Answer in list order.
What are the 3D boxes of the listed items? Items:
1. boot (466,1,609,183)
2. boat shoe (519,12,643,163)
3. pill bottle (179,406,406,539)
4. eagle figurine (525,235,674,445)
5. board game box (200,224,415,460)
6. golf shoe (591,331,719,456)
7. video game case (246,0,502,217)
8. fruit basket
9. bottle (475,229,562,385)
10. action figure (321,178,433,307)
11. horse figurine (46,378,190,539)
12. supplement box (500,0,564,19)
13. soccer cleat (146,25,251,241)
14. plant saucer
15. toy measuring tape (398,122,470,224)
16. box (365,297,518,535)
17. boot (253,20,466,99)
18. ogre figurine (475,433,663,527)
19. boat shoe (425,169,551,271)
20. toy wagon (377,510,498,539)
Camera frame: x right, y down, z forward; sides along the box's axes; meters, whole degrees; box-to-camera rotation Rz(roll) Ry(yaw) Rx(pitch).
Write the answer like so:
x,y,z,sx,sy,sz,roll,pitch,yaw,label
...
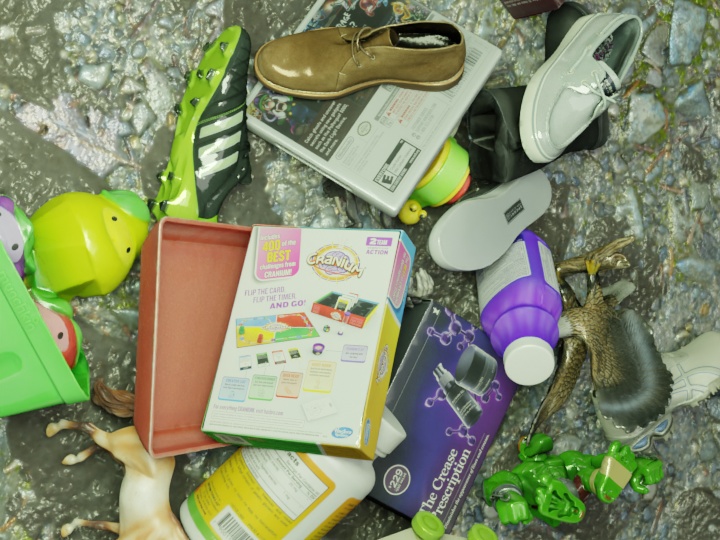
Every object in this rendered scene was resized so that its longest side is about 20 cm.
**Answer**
x,y,z,sx,sy,sz,roll,pitch,yaw,label
0.178,-0.187,1.258,0.200,0.066,0.165,-19,99,-42,boot
0.223,-0.188,1.206,0.070,0.071,0.201,51,56,-30,boat shoe
-0.058,0.189,1.112,0.200,0.111,0.111,-43,112,3,pill bottle
0.236,0.080,1.285,0.151,0.152,0.200,-6,78,-5,eagle figurine
-0.044,0.059,1.075,0.040,0.153,0.200,49,49,-58,board game box
0.346,0.119,1.390,0.200,0.078,0.097,-40,104,-23,golf shoe
0.009,-0.177,1.169,0.182,0.023,0.200,32,75,7,video game case
-0.263,0.001,1.019,0.215,0.156,0.216,-2,101,-13,fruit basket
0.159,0.036,1.214,0.065,0.200,0.084,38,115,-20,bottle
0.000,0.000,1.179,0.119,0.102,0.200,9,85,-36,action figure
-0.205,0.192,1.065,0.132,0.050,0.200,-5,83,13,horse figurine
0.157,-0.375,1.257,0.110,0.086,0.200,-49,112,-19,supplement box
-0.132,-0.124,1.125,0.081,0.067,0.200,18,90,-34,soccer cleat
-0.140,0.058,1.091,0.200,0.037,0.201,4,87,-64,plant saucer
0.095,-0.133,1.242,0.074,0.074,0.200,35,76,-25,toy measuring tape
0.062,0.146,1.233,0.141,0.079,0.200,31,78,-23,box
-0.001,-0.205,1.127,0.199,0.075,0.074,-3,75,-2,boot
0.207,0.227,1.290,0.200,0.120,0.098,-32,102,-25,ogre figurine
0.123,-0.049,1.235,0.200,0.057,0.069,-31,106,-44,boat shoe
0.078,0.316,1.221,0.200,0.040,0.155,18,120,-28,toy wagon
